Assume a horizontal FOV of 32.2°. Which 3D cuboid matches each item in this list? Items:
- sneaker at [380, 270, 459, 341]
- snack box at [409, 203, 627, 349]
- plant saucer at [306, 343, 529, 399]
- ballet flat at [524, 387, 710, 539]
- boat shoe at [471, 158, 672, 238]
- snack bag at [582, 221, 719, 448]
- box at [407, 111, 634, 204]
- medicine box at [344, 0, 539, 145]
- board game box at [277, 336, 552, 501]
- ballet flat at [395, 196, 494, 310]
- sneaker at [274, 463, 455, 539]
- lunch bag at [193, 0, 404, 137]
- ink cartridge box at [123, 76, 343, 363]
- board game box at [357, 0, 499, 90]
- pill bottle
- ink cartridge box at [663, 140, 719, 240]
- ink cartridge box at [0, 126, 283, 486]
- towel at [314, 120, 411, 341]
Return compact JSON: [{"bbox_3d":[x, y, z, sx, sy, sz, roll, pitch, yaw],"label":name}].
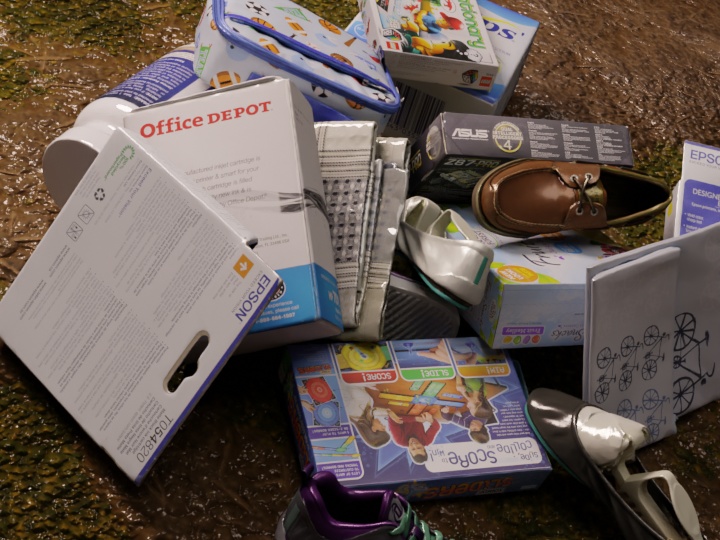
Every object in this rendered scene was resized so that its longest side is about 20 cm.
[{"bbox_3d":[0.000,-0.001,1.125,0.200,0.073,0.114,18,37,4],"label":"sneaker"},{"bbox_3d":[0.157,0.000,1.145,0.168,0.068,0.200,0,22,-20],"label":"snack box"},{"bbox_3d":[0.051,0.101,1.079,0.199,0.019,0.070,5,43,-15],"label":"plant saucer"},{"bbox_3d":[0.216,0.163,1.000,0.068,0.068,0.200,-24,72,-49],"label":"ballet flat"},{"bbox_3d":[0.194,-0.070,1.119,0.199,0.068,0.072,-7,90,-33],"label":"boat shoe"},{"bbox_3d":[0.269,0.060,1.084,0.199,0.189,0.021,-17,26,-30],"label":"snack bag"},{"bbox_3d":[0.140,-0.095,1.219,0.199,0.161,0.049,1,73,-19],"label":"box"},{"bbox_3d":[0.080,-0.228,1.385,0.182,0.103,0.200,24,42,5],"label":"medicine box"},{"bbox_3d":[0.043,0.120,1.017,0.199,0.035,0.136,-1,52,-21],"label":"board game box"},{"bbox_3d":[0.060,-0.028,1.099,0.069,0.070,0.200,-4,21,-24],"label":"ballet flat"},{"bbox_3d":[0.037,0.208,0.902,0.199,0.088,0.075,20,41,1],"label":"sneaker"},{"bbox_3d":[-0.055,-0.187,1.151,0.199,0.076,0.160,22,26,-19],"label":"lunch bag"},{"bbox_3d":[-0.103,-0.038,1.011,0.146,0.086,0.201,-11,75,13],"label":"ink cartridge box"},{"bbox_3d":[0.064,-0.268,1.316,0.126,0.035,0.201,5,43,-16],"label":"board game box"},{"bbox_3d":[-0.194,-0.122,1.154,0.115,0.116,0.200,30,42,13],"label":"pill bottle"},{"bbox_3d":[0.401,-0.013,1.255,0.197,0.047,0.201,13,68,-5],"label":"ink cartridge box"},{"bbox_3d":[-0.169,0.026,0.952,0.200,0.200,0.041,42,12,24],"label":"ink cartridge box"},{"bbox_3d":[-0.061,-0.039,1.067,0.199,0.035,0.193,4,70,14],"label":"towel"}]
